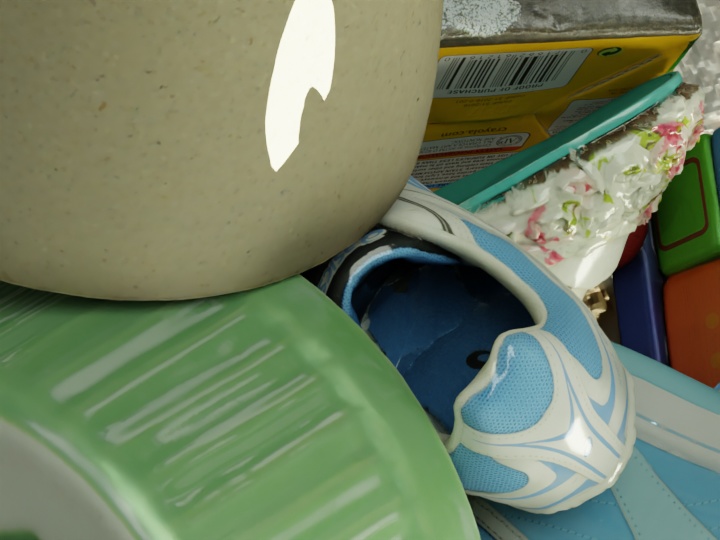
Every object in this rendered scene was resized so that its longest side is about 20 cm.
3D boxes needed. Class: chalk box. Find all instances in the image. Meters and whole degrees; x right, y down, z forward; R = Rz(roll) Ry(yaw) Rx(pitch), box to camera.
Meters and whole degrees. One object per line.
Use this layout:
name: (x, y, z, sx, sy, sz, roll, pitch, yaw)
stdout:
chalk box: (0.019, -0.139, 0.885, 0.124, 0.124, 0.200, -5, 69, -16)

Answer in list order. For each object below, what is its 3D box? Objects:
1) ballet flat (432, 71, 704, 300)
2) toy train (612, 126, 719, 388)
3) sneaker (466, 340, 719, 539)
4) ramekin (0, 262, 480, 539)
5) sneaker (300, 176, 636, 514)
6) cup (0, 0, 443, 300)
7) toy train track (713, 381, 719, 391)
ballet flat: (0.027, 0.006, 0.839, 0.200, 0.076, 0.064, -26, 97, 6)
toy train: (0.137, 0.044, 0.836, 0.085, 0.116, 0.201, 12, 64, -37)
sneaker: (0.101, 0.109, 0.733, 0.200, 0.080, 0.131, 24, 78, 30)
ramekin: (-0.073, 0.094, 0.711, 0.200, 0.200, 0.098, 52, 40, 8)
sneaker: (0.000, 0.000, 0.753, 0.072, 0.072, 0.200, -49, 45, -7)
cup: (-0.061, -0.113, 0.684, 0.200, 0.143, 0.201, 10, 43, -10)
toy train track: (0.094, 0.076, 0.813, 0.115, 0.033, 0.200, 45, 108, 16)
